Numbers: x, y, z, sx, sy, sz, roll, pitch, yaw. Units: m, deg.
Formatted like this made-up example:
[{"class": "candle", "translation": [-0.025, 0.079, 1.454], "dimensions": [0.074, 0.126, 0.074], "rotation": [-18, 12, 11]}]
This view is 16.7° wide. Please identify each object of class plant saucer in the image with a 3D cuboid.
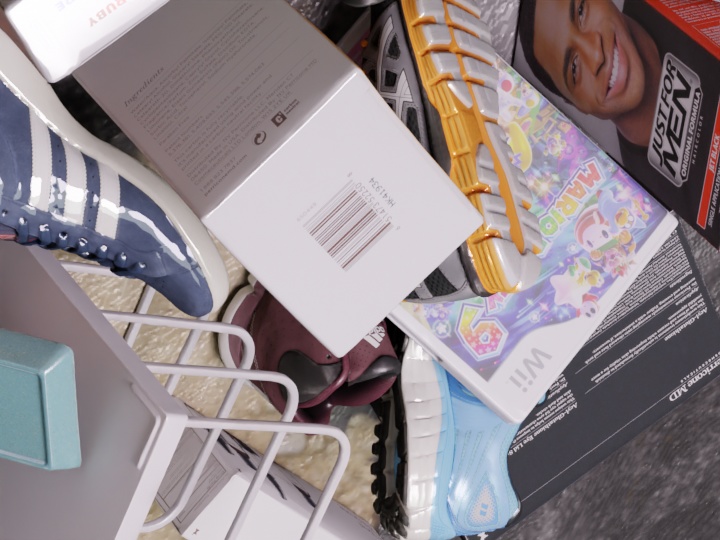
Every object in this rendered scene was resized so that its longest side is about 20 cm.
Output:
[{"class": "plant saucer", "translation": [-0.224, 0.045, 1.153], "dimensions": [0.019, 0.199, 0.070], "rotation": [-49, 147, -50]}]

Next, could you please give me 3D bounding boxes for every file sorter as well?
[{"class": "file sorter", "translation": [-0.120, 0.076, 1.228], "dimensions": [0.124, 0.200, 0.139], "rotation": [6, 118, -41]}]

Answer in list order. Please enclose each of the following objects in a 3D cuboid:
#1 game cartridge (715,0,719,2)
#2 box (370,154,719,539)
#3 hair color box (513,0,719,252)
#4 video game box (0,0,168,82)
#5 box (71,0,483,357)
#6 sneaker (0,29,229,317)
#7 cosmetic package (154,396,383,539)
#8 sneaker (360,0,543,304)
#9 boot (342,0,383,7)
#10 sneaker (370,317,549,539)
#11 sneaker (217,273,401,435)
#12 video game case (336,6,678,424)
[{"class": "game cartridge", "translation": [0.162, -0.212, 1.216], "dimensions": [0.200, 0.041, 0.133], "rotation": [26, 86, -2]}, {"class": "box", "translation": [0.107, 0.050, 1.439], "dimensions": [0.200, 0.079, 0.141], "rotation": [-35, 130, -7]}, {"class": "hair color box", "translation": [0.160, -0.106, 1.276], "dimensions": [0.061, 0.200, 0.102], "rotation": [-13, 127, -26]}, {"class": "video game box", "translation": [-0.099, -0.181, 1.051], "dimensions": [0.182, 0.200, 0.047], "rotation": [-35, 125, -7]}, {"class": "box", "translation": [-0.052, -0.072, 1.160], "dimensions": [0.097, 0.200, 0.124], "rotation": [-44, 135, 0]}, {"class": "sneaker", "translation": [-0.153, -0.030, 1.165], "dimensions": [0.200, 0.075, 0.085], "rotation": [42, 66, -15]}, {"class": "cosmetic package", "translation": [-0.044, 0.149, 1.409], "dimensions": [0.051, 0.083, 0.200], "rotation": [-47, 135, 5]}, {"class": "sneaker", "translation": [0.028, -0.076, 1.230], "dimensions": [0.077, 0.201, 0.078], "rotation": [-21, 161, 28]}, {"class": "boot", "translation": [-0.002, -0.177, 1.143], "dimensions": [0.068, 0.200, 0.131], "rotation": [3, 127, 16]}, {"class": "sneaker", "translation": [0.057, 0.050, 1.335], "dimensions": [0.090, 0.078, 0.201], "rotation": [6, 80, -17]}, {"class": "sneaker", "translation": [0.000, 0.000, 1.306], "dimensions": [0.076, 0.116, 0.200], "rotation": [4, 119, -35]}, {"class": "video game case", "translation": [0.051, -0.038, 1.278], "dimensions": [0.200, 0.018, 0.143], "rotation": [42, 77, -8]}]
